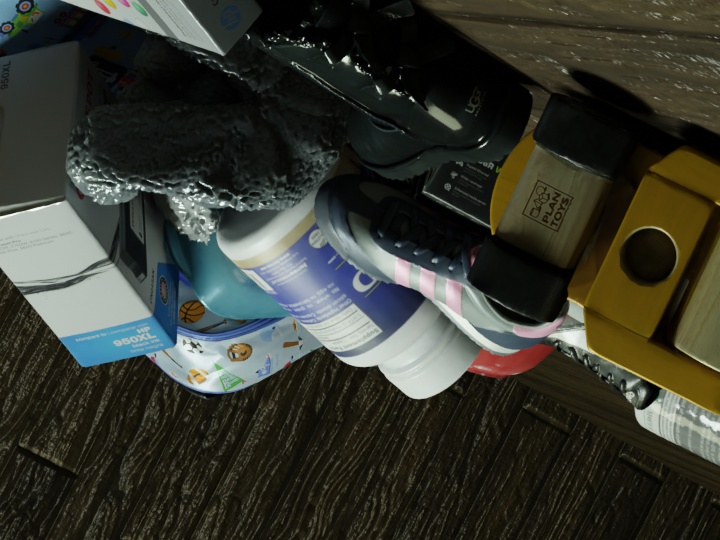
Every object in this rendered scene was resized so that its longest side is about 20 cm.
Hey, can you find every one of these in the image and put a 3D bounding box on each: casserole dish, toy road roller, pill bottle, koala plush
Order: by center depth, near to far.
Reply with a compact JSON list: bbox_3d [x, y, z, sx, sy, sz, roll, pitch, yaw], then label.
[{"bbox_3d":[0.169,-0.015,1.222,0.199,0.124,0.146,27,-169,15],"label":"toy road roller"},{"bbox_3d":[-0.105,-0.103,1.510,0.182,0.179,0.200,16,169,-7],"label":"koala plush"},{"bbox_3d":[0.000,0.000,1.597,0.200,0.120,0.120,43,170,-25],"label":"pill bottle"},{"bbox_3d":[-0.069,-0.026,1.662,0.039,0.122,0.199,-28,164,36],"label":"casserole dish"},{"bbox_3d":[0.335,0.118,1.756,0.199,0.114,0.113,27,176,27],"label":"pill bottle"}]

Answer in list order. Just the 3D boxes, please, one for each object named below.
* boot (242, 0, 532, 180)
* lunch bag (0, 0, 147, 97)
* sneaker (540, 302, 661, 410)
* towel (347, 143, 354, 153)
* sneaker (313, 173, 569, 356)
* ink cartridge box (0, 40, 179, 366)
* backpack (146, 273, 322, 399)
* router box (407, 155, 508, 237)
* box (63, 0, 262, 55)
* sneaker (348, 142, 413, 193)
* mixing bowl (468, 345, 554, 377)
[{"bbox_3d":[-0.003,-0.122,1.305,0.162,0.074,0.198,27,170,-25],"label":"boot"},{"bbox_3d":[-0.231,-0.174,1.602,0.199,0.151,0.094,23,-151,-43],"label":"lunch bag"},{"bbox_3d":[0.195,0.056,1.673,0.199,0.099,0.071,6,171,16],"label":"sneaker"},{"bbox_3d":[-0.016,-0.074,1.718,0.201,0.023,0.144,56,174,-35],"label":"towel"},{"bbox_3d":[0.063,-0.013,1.508,0.199,0.071,0.082,30,154,-20],"label":"sneaker"},{"bbox_3d":[-0.205,-0.046,1.558,0.083,0.146,0.200,-11,145,15],"label":"ink cartridge box"},{"bbox_3d":[-0.104,0.007,1.805,0.199,0.190,0.155,31,149,38],"label":"backpack"},{"bbox_3d":[0.136,-0.033,1.560,0.199,0.063,0.150,28,175,-3],"label":"router box"},{"bbox_3d":[-0.165,-0.210,1.265,0.199,0.041,0.156,26,160,49],"label":"box"},{"bbox_3d":[0.064,-0.056,1.706,0.199,0.078,0.091,24,171,32],"label":"sneaker"},{"bbox_3d":[0.101,0.024,1.839,0.199,0.109,0.200,20,-171,-3],"label":"mixing bowl"}]
